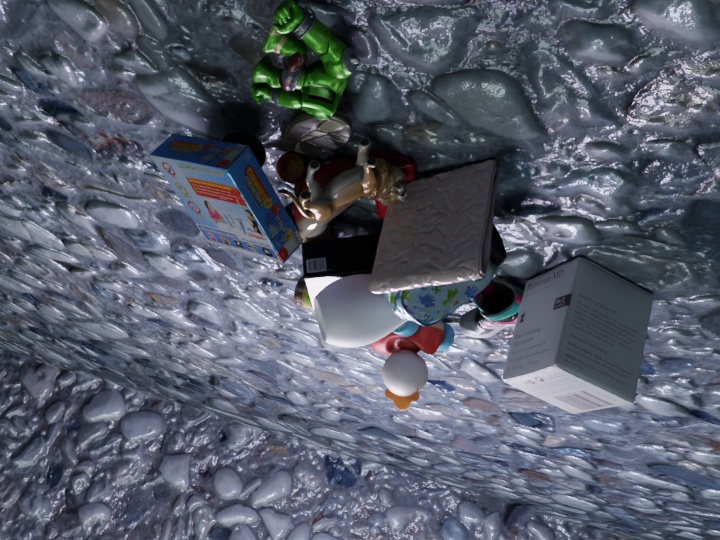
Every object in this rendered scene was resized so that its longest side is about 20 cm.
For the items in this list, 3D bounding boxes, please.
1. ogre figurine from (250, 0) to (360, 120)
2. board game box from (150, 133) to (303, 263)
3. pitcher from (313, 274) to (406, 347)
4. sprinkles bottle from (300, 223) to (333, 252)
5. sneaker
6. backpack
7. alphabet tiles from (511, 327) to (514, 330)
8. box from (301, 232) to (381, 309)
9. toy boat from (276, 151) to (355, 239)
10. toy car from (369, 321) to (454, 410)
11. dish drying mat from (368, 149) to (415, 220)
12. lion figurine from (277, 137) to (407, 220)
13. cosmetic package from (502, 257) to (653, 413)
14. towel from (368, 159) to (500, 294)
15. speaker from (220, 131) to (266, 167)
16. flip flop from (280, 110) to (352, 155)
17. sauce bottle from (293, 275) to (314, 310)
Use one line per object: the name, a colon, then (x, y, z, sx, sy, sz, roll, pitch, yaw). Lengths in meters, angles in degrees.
ogre figurine: (-0.073, -0.258, 1.139, 0.119, 0.098, 0.200, 28, 133, -6)
board game box: (-0.212, -0.115, 1.395, 0.199, 0.056, 0.196, 16, 145, 41)
pitcher: (0.022, 0.066, 1.535, 0.199, 0.122, 0.172, -14, 171, -12)
sprinkles bottle: (-0.082, -0.058, 1.625, 0.068, 0.069, 0.200, 13, 156, 13)
sneaker: (0.239, 0.071, 1.643, 0.199, 0.084, 0.121, -18, 143, 42)
backpack: (0.122, -0.008, 1.390, 0.199, 0.154, 0.163, -27, 137, 17)
alphabet tiles: (0.392, 0.119, 1.736, 0.199, 0.008, 0.167, 4, 152, 30)
box: (0.000, 0.000, 1.594, 0.199, 0.079, 0.141, -7, 152, 0)
toy boat: (-0.087, -0.135, 1.428, 0.131, 0.130, 0.200, 53, 150, -5)
toy car: (0.080, 0.186, 1.823, 0.176, 0.201, 0.184, 1, 165, 34)
dish drying mat: (0.055, -0.128, 1.431, 0.076, 0.018, 0.200, 12, 156, 12)
lion figurine: (-0.024, -0.120, 1.307, 0.199, 0.073, 0.123, -20, 151, -9)
cosmetic package: (0.370, 0.116, 1.500, 0.164, 0.201, 0.165, 25, 156, -16)
towel: (0.111, -0.060, 1.302, 0.199, 0.192, 0.032, -11, 145, 40)
speaker: (-0.218, -0.158, 1.492, 0.081, 0.082, 0.200, 23, 156, -9)
flip flop: (-0.067, -0.213, 1.301, 0.081, 0.058, 0.200, 20, 172, -15)
sauce bottle: (-0.028, 0.059, 1.683, 0.199, 0.065, 0.065, 12, 156, 16)
